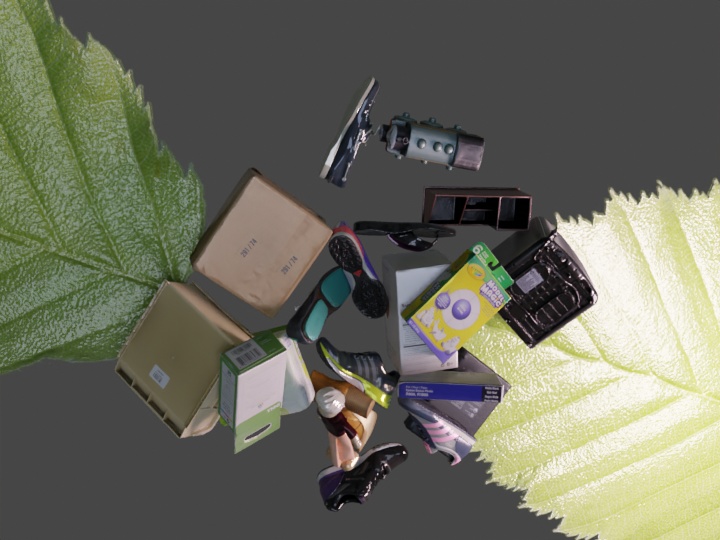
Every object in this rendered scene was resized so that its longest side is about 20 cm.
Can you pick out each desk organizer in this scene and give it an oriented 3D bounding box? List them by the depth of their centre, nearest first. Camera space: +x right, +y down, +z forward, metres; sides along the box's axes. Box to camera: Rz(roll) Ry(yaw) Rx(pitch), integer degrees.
[{"bbox_3d":[0.220,-0.116,1.433,0.194,0.077,0.074,0,105,-10],"label":"desk organizer"}]

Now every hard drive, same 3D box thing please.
[{"bbox_3d":[0.200,0.277,1.558,0.138,0.033,0.202,36,96,-17],"label":"hard drive"}]

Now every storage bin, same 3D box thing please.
[{"bbox_3d":[-0.309,0.156,1.346,0.199,0.093,0.201,38,98,20],"label":"storage bin"}]

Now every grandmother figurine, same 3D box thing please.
[{"bbox_3d":[-0.045,0.292,1.407,0.061,0.119,0.203,-47,142,-33],"label":"grandmother figurine"}]

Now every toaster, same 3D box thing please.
[{"bbox_3d":[0.342,0.017,1.453,0.199,0.120,0.181,-39,110,22],"label":"toaster"}]

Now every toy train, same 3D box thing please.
[{"bbox_3d":[0.132,-0.230,1.367,0.194,0.114,0.088,10,103,-13],"label":"toy train"}]

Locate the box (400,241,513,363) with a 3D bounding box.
[{"bbox_3d":[0.182,0.056,1.364,0.200,0.048,0.118,-45,110,-1],"label":"box"}]

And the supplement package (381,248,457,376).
[{"bbox_3d":[0.112,0.076,1.441,0.116,0.121,0.206,-6,106,-10],"label":"supplement package"}]

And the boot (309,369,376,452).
[{"bbox_3d":[-0.042,0.272,1.492,0.141,0.071,0.204,25,145,17],"label":"boot"}]

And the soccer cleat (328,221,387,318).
[{"bbox_3d":[0.000,0.000,1.419,0.067,0.074,0.203,-20,120,16],"label":"soccer cleat"}]

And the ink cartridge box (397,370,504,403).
[{"bbox_3d":[0.168,0.220,1.421,0.193,0.200,0.042,2,88,7],"label":"ink cartridge box"}]

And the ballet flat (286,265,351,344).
[{"bbox_3d":[-0.079,0.061,1.401,0.071,0.201,0.074,16,134,18],"label":"ballet flat"}]

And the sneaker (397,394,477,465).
[{"bbox_3d":[0.140,0.318,1.504,0.198,0.070,0.083,36,94,-15],"label":"sneaker"}]

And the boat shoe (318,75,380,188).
[{"bbox_3d":[-0.009,-0.246,1.357,0.061,0.075,0.204,24,101,-14],"label":"boat shoe"}]

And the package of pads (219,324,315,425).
[{"bbox_3d":[-0.196,0.201,1.412,0.195,0.068,0.158,-14,107,20],"label":"package of pads"}]

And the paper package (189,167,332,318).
[{"bbox_3d":[-0.178,-0.049,1.364,0.189,0.104,0.202,33,96,-18],"label":"paper package"}]

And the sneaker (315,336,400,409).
[{"bbox_3d":[-0.004,0.184,1.485,0.199,0.074,0.082,38,82,-21],"label":"sneaker"}]

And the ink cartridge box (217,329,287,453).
[{"bbox_3d":[-0.188,0.211,1.303,0.102,0.059,0.204,-25,140,-35],"label":"ink cartridge box"}]

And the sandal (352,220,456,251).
[{"bbox_3d":[0.082,-0.062,1.423,0.194,0.075,0.050,2,83,-2],"label":"sandal"}]

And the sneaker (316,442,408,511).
[{"bbox_3d":[0.014,0.424,1.525,0.196,0.089,0.077,-24,136,1],"label":"sneaker"}]
